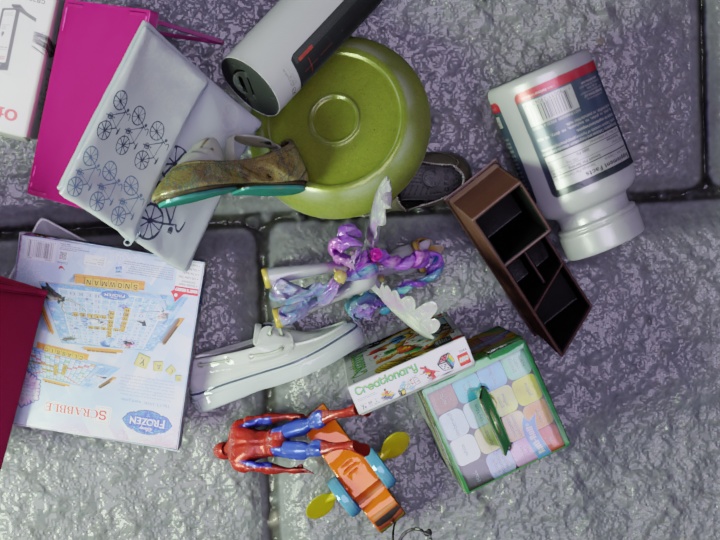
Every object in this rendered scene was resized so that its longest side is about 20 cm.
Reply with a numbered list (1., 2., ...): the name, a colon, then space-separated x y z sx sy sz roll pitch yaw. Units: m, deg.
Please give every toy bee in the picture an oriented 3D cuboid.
1. toy bee: 0.004 0.242 1.665 0.129 0.109 0.202 -18 70 4

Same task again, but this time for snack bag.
1. snack bag: -0.191 -0.112 1.521 0.200 0.021 0.190 40 70 -47

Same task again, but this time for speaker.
1. speaker: -0.055 -0.254 1.603 0.081 0.081 0.200 43 68 -6

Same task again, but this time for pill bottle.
1. pill bottle: 0.224 -0.120 1.647 0.118 0.120 0.202 -23 95 -4

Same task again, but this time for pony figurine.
1. pony figurine: 0.000 0.000 1.594 0.198 0.193 0.169 -15 90 -4

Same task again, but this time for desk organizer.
1. desk organizer: 0.178 -0.011 1.638 0.071 0.077 0.201 -37 115 -2

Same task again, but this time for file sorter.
1. file sorter: -0.232 -0.158 1.582 0.125 0.138 0.203 9 94 -48

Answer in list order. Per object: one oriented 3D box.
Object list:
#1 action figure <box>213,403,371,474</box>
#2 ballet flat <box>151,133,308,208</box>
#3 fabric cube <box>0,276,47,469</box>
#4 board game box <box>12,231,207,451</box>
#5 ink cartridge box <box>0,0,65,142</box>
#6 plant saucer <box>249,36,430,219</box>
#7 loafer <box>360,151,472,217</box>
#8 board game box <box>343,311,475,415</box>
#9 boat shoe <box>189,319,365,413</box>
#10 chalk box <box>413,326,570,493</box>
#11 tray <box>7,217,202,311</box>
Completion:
1. action figure: -0.076 0.180 1.625 0.198 0.051 0.066 -11 73 32
2. ballet flat: -0.133 -0.102 1.536 0.199 0.070 0.072 -9 95 -46
3. fabric cube: -0.457 0.085 1.526 0.198 0.196 0.202 16 90 21
4. board game box: -0.271 0.073 1.620 0.197 0.041 0.202 10 92 0
5. ink cartridge box: -0.388 -0.247 1.601 0.144 0.084 0.203 12 91 -6
6. plant saucer: -0.025 -0.156 1.630 0.197 0.031 0.203 -2 77 10
7. loafer: 0.025 -0.097 1.653 0.197 0.070 0.076 -8 94 -5
8. board game box: 0.046 0.093 1.596 0.125 0.200 0.035 -24 96 0
9. boat shoe: -0.095 0.086 1.649 0.198 0.074 0.067 -23 96 -3
10. chalk box: 0.133 0.143 1.610 0.123 0.200 0.126 -24 95 -4
11. tray: -0.278 0.037 1.656 0.198 0.022 0.108 29 89 -6
